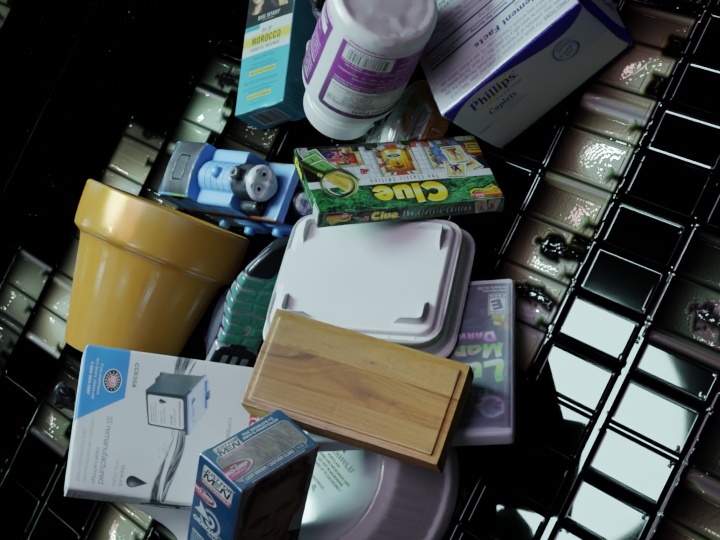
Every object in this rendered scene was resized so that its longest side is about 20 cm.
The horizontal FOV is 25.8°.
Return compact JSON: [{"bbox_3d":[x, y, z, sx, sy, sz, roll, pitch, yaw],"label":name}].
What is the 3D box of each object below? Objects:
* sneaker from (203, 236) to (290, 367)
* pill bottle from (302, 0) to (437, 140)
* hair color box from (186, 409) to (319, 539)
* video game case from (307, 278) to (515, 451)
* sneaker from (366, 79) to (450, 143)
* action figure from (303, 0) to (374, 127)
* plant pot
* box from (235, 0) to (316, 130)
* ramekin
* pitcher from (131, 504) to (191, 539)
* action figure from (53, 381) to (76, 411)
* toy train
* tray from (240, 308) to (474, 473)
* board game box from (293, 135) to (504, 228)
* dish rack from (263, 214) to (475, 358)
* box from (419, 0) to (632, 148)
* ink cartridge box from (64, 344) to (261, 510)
[{"bbox_3d":[-0.129,0.027,1.760,0.201,0.074,0.088,-57,34,25],"label":"sneaker"},{"bbox_3d":[0.002,-0.222,1.621,0.200,0.111,0.113,120,151,-59],"label":"pill bottle"},{"bbox_3d":[-0.107,0.236,1.480,0.060,0.100,0.201,38,136,28],"label":"hair color box"},{"bbox_3d":[0.052,0.090,1.530,0.198,0.023,0.183,-3,52,10],"label":"video game case"},{"bbox_3d":[0.031,-0.109,1.695,0.201,0.075,0.088,-59,16,-10],"label":"sneaker"},{"bbox_3d":[-0.014,-0.258,1.773,0.117,0.102,0.202,-8,105,11],"label":"action figure"},{"bbox_3d":[-0.250,0.016,1.809,0.199,0.199,0.185,21,90,45],"label":"plant pot"},{"bbox_3d":[-0.097,-0.277,1.902,0.082,0.049,0.202,-12,64,38],"label":"box"},{"bbox_3d":[-0.008,0.210,1.568,0.201,0.094,0.205,-19,59,36],"label":"ramekin"},{"bbox_3d":[-0.188,0.196,1.678,0.171,0.121,0.201,-38,90,11],"label":"pitcher"},{"bbox_3d":[-0.253,0.183,1.805,0.200,0.102,0.119,39,90,18],"label":"action figure"},{"bbox_3d":[-0.139,-0.093,1.804,0.199,0.114,0.088,11,79,50],"label":"toy train"},{"bbox_3d":[-0.003,0.111,1.476,0.198,0.037,0.100,15,72,18],"label":"tray"},{"bbox_3d":[0.039,-0.092,1.606,0.024,0.198,0.105,101,156,-44],"label":"board game box"},{"bbox_3d":[0.006,0.009,1.565,0.198,0.044,0.173,3,54,17],"label":"dish rack"},{"bbox_3d":[0.152,-0.264,1.631,0.183,0.104,0.201,-38,49,25],"label":"box"},{"bbox_3d":[-0.191,0.163,1.588,0.086,0.198,0.148,133,143,-74],"label":"ink cartridge box"}]
